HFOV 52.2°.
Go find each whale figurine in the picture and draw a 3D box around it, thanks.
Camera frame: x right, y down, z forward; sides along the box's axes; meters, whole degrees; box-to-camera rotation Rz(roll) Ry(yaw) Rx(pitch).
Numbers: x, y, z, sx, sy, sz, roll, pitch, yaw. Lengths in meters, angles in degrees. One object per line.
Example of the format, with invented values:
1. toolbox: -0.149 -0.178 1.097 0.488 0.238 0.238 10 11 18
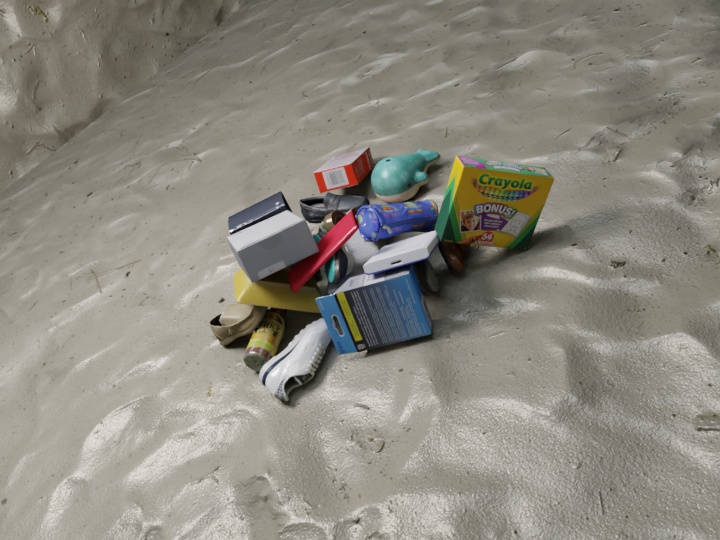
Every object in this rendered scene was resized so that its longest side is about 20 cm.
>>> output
1. whale figurine: 0.113 -0.263 1.891 0.200 0.104 0.159 -41 38 -20

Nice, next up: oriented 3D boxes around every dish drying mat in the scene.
1. dish drying mat: -0.077 -0.039 1.527 0.200 0.018 0.077 -43 29 17

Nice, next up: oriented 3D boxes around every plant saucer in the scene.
1. plant saucer: -0.177 0.031 1.626 0.199 0.049 0.200 8 14 -14

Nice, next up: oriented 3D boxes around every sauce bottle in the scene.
1. sauce bottle: -0.201 0.130 1.633 0.064 0.065 0.200 -9 40 23

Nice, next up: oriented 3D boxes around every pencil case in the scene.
1. pencil case: 0.087 -0.113 1.634 0.199 0.078 0.087 -10 25 -35

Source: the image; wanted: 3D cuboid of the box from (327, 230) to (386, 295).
1. box: 0.000 0.000 1.642 0.124 0.098 0.200 -18 37 12

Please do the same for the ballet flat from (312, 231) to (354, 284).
1. ballet flat: -0.051 -0.031 1.574 0.073 0.073 0.200 -29 31 -3

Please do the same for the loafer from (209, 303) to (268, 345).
1. loafer: -0.276 0.107 1.644 0.200 0.067 0.076 -36 23 37

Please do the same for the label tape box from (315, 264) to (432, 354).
1. label tape box: 0.029 0.078 1.479 0.199 0.144 0.066 -15 23 16

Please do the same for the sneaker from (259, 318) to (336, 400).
1. sneaker: -0.113 0.184 1.519 0.080 0.077 0.200 31 68 37

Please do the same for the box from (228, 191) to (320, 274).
1. box: -0.205 -0.062 1.747 0.148 0.201 0.104 -25 25 1

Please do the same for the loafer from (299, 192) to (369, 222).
1. loafer: -0.071 -0.169 1.915 0.200 0.071 0.068 -4 42 30

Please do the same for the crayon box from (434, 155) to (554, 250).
1. crayon box: 0.272 -0.136 1.509 0.199 0.173 0.058 5 34 -15

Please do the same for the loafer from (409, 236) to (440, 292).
1. loafer: 0.120 -0.003 1.602 0.069 0.075 0.200 -29 26 5

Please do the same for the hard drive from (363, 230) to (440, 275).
1. hard drive: 0.090 -0.038 1.501 0.131 0.025 0.200 -16 8 16

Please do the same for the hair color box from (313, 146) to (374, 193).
1. hair color box: -0.040 -0.272 1.979 0.110 0.064 0.200 -11 19 20

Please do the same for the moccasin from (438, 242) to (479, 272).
1. moccasin: 0.216 -0.069 1.623 0.077 0.074 0.202 -21 26 21

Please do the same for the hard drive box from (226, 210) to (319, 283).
1. hard drive box: -0.192 -0.056 1.568 0.155 0.077 0.200 -26 15 -10

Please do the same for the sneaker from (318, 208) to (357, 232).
1. sneaker: -0.065 -0.103 1.790 0.090 0.067 0.200 -26 1 20
